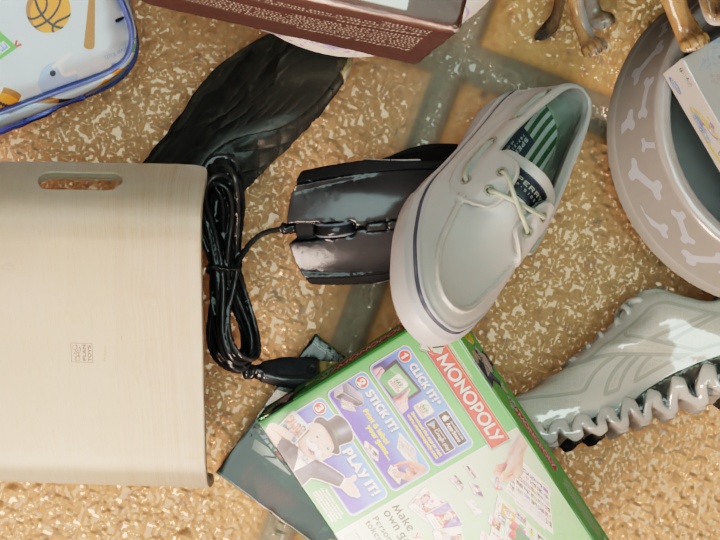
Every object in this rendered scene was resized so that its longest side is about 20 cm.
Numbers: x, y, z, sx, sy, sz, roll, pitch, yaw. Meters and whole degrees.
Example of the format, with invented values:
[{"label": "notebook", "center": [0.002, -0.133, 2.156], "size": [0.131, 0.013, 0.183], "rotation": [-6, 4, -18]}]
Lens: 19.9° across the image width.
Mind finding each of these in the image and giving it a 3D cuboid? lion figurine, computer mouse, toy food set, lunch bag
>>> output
[{"label": "lion figurine", "center": [0.150, -0.189, 1.157], "size": [0.072, 0.199, 0.123], "rotation": [-35, 111, -35]}, {"label": "computer mouse", "center": [0.000, 0.000, 1.205], "size": [0.198, 0.046, 0.142], "rotation": [-4, 101, -21]}, {"label": "toy food set", "center": [-0.157, 0.035, 1.186], "size": [0.142, 0.061, 0.202], "rotation": [2, 112, 4]}, {"label": "lunch bag", "center": [-0.234, -0.148, 1.189], "size": [0.198, 0.076, 0.162], "rotation": [-20, 96, -4]}]

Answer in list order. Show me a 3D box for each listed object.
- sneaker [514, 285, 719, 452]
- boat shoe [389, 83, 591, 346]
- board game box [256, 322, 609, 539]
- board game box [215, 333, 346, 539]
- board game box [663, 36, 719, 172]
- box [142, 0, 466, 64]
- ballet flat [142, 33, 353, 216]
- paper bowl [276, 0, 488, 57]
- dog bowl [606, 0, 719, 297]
[{"label": "sneaker", "center": [0.162, 0.058, 1.235], "size": [0.198, 0.075, 0.082], "rotation": [-16, 83, -8]}, {"label": "boat shoe", "center": [0.077, -0.043, 1.163], "size": [0.074, 0.066, 0.201], "rotation": [44, 46, -22]}, {"label": "board game box", "center": [0.049, 0.133, 1.198], "size": [0.134, 0.029, 0.201], "rotation": [-31, 98, 17]}, {"label": "board game box", "center": [0.021, 0.139, 1.246], "size": [0.199, 0.023, 0.105], "rotation": [37, 87, -4]}, {"label": "board game box", "center": [0.280, -0.061, 1.169], "size": [0.134, 0.034, 0.201], "rotation": [-30, 87, -14]}, {"label": "box", "center": [-0.021, -0.208, 1.034], "size": [0.164, 0.200, 0.166], "rotation": [12, 91, -5]}, {"label": "ballet flat", "center": [-0.079, -0.073, 1.224], "size": [0.200, 0.057, 0.066], "rotation": [-45, 66, -6]}, {"label": "paper bowl", "center": [-0.001, -0.225, 1.187], "size": [0.198, 0.104, 0.203], "rotation": [0, 93, -4]}, {"label": "dog bowl", "center": [0.249, -0.082, 1.214], "size": [0.198, 0.059, 0.202], "rotation": [2, 81, -11]}]
